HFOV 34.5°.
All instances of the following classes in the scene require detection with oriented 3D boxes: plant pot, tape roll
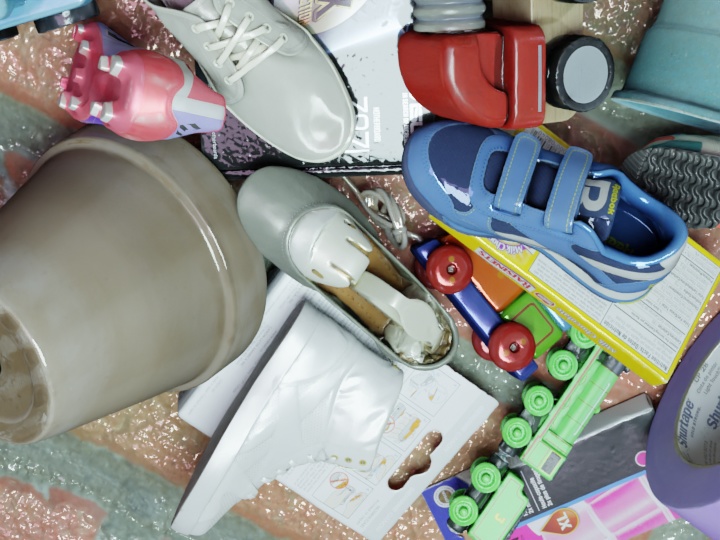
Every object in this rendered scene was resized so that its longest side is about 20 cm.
[{"bbox_3d":[-0.191,0.020,0.777,0.198,0.173,0.203,16,123,27],"label":"plant pot"},{"bbox_3d":[0.279,-0.177,0.727,0.197,0.200,0.199,14,100,-1],"label":"plant pot"},{"bbox_3d":[0.292,0.098,0.795,0.084,0.200,0.201,35,106,-9],"label":"tape roll"}]

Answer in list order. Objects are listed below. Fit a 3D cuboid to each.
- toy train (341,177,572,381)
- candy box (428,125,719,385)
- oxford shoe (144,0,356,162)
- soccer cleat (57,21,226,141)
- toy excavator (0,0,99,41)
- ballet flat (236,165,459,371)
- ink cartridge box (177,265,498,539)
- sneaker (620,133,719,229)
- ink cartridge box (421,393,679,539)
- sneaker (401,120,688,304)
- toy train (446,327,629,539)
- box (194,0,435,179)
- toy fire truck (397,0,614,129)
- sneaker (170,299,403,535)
[{"bbox_3d":[0.088,-0.031,0.839,0.115,0.085,0.201,-40,94,-3],"label":"toy train"},{"bbox_3d":[0.153,-0.019,0.807,0.199,0.026,0.103,37,72,-4],"label":"candy box"},{"bbox_3d":[-0.078,-0.147,0.728,0.075,0.058,0.201,-37,103,11],"label":"oxford shoe"},{"bbox_3d":[-0.150,-0.122,0.770,0.075,0.200,0.068,12,99,-27],"label":"soccer cleat"},{"bbox_3d":[-0.221,-0.198,0.736,0.191,0.200,0.101,-14,106,7],"label":"toy excavator"},{"bbox_3d":[0.000,0.000,0.790,0.200,0.064,0.068,42,81,-32],"label":"ballet flat"},{"bbox_3d":[-0.017,0.096,0.901,0.199,0.050,0.163,35,105,-17],"label":"ink cartridge box"},{"bbox_3d":[0.280,-0.057,0.782,0.197,0.093,0.071,15,120,24],"label":"sneaker"},{"bbox_3d":[0.155,0.181,0.916,0.198,0.037,0.096,-25,103,12],"label":"ink cartridge box"},{"bbox_3d":[0.122,-0.048,0.748,0.198,0.082,0.075,23,73,-9],"label":"sneaker"},{"bbox_3d":[0.136,0.122,0.873,0.056,0.042,0.201,35,93,4],"label":"toy train"},{"bbox_3d":[-0.030,-0.170,0.793,0.161,0.086,0.203,-1,107,3],"label":"box"},{"bbox_3d":[0.055,-0.170,0.686,0.197,0.128,0.179,-9,108,-24],"label":"toy fire truck"},{"bbox_3d":[-0.049,0.134,0.849,0.115,0.074,0.201,32,104,-10],"label":"sneaker"}]
